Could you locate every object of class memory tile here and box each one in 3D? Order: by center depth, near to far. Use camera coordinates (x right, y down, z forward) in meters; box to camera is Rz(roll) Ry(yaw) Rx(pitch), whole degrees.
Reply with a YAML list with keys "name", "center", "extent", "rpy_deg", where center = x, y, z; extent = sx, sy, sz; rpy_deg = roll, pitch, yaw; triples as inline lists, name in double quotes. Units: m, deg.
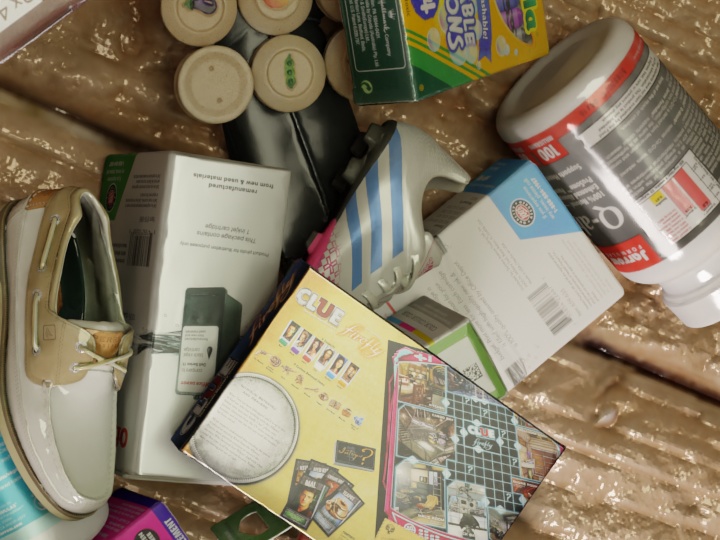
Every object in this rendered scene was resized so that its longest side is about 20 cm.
- name: "memory tile"
  center: [-0.056, -0.199, 1.691]
  extent: [0.153, 0.017, 0.200]
  rpy_deg: [-9, 97, -15]

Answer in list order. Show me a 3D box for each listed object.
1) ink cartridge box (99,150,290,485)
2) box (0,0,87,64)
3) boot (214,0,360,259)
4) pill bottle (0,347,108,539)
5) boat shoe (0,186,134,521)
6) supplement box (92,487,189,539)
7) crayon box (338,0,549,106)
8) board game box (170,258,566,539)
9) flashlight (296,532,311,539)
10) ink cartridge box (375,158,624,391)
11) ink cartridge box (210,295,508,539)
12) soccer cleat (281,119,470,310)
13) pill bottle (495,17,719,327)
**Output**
- name: "ink cartridge box"
  center: [-0.116, 0.030, 1.666]
  extent: [0.083, 0.147, 0.200]
  rpy_deg: [8, 89, -22]
- name: "box"
  center: [-0.223, -0.228, 1.589]
  extent: [0.166, 0.200, 0.164]
  rpy_deg: [-39, 104, -18]
- name: "boot"
  center: [-0.018, -0.123, 1.745]
  extent: [0.165, 0.066, 0.200]
  rpy_deg: [-19, 95, -12]
- name: "pill bottle"
  center: [-0.244, 0.091, 1.633]
  extent: [0.111, 0.111, 0.200]
  rpy_deg: [-30, 101, -19]
- name: "boat shoe"
  center: [-0.175, 0.047, 1.591]
  extent: [0.075, 0.068, 0.200]
  rpy_deg: [2, 72, -54]
- name: "supplement box"
  center: [-0.186, 0.239, 1.664]
  extent: [0.200, 0.103, 0.101]
  rpy_deg: [-39, 103, -16]
- name: "crayon box"
  center: [0.061, -0.188, 1.726]
  extent: [0.200, 0.052, 0.126]
  rpy_deg: [-24, 108, -54]
- name: "board game box"
  center: [0.006, 0.104, 1.603]
  extent: [0.200, 0.035, 0.136]
  rpy_deg: [36, 88, -16]
- name: "flashlight"
  center: [-0.049, 0.230, 1.688]
  extent: [0.068, 0.068, 0.200]
  rpy_deg: [20, 111, -51]
- name: "ink cartridge box"
  center: [0.060, 0.030, 1.773]
  extent: [0.200, 0.067, 0.116]
  rpy_deg: [-38, 104, -10]
- name: "ink cartridge box"
  center: [-0.015, 0.096, 1.669]
  extent: [0.200, 0.104, 0.059]
  rpy_deg: [-32, 103, -8]
- name: "soccer cleat"
  center: [0.000, 0.000, 1.693]
  extent: [0.086, 0.070, 0.200]
  rpy_deg: [31, 81, -6]
- name: "pill bottle"
  center: [0.195, -0.064, 1.806]
  extent: [0.116, 0.116, 0.200]
  rpy_deg: [-47, 106, -15]
